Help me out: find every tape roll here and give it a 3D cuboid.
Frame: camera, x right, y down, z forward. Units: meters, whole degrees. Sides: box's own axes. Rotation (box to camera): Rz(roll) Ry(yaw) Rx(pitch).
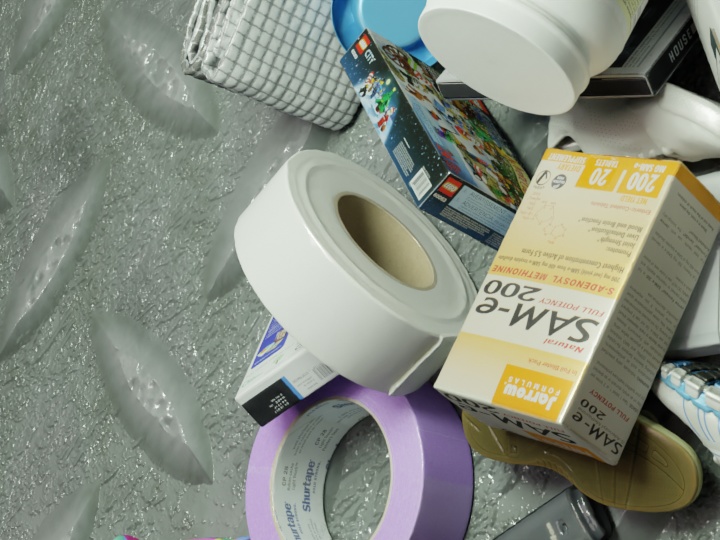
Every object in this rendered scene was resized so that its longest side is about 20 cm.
[{"bbox_3d":[-0.004,0.176,1.265,0.199,0.065,0.202,-16,66,40],"label":"tape roll"},{"bbox_3d":[0.000,0.000,1.219,0.071,0.202,0.203,-46,50,23],"label":"tape roll"}]

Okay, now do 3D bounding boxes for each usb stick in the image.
[{"bbox_3d":[0.105,0.230,1.165,0.200,0.032,0.056,-40,53,28],"label":"usb stick"}]

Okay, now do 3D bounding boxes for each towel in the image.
[{"bbox_3d":[-0.056,-0.242,1.373,0.085,0.165,0.201,24,94,51],"label":"towel"}]

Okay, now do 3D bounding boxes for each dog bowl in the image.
[{"bbox_3d":[0.040,-0.265,1.328,0.050,0.111,0.201,-151,79,-79],"label":"dog bowl"}]

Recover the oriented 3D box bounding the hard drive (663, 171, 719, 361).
[{"bbox_3d":[0.199,0.006,1.137,0.199,0.027,0.133,-14,61,42],"label":"hard drive"}]

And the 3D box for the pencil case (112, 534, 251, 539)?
[{"bbox_3d":[-0.152,0.273,1.366,0.199,0.088,0.089,-12,69,42],"label":"pencil case"}]

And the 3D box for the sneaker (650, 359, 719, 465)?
[{"bbox_3d":[0.259,0.124,1.026,0.200,0.075,0.087,34,118,50],"label":"sneaker"}]

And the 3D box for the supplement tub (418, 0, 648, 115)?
[{"bbox_3d":[0.139,-0.225,1.076,0.144,0.145,0.201,15,70,45],"label":"supplement tub"}]

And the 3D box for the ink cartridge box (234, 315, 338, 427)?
[{"bbox_3d":[-0.039,0.045,1.307,0.099,0.039,0.200,-36,17,25],"label":"ink cartridge box"}]

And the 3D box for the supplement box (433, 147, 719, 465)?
[{"bbox_3d":[0.153,0.020,1.081,0.126,0.073,0.201,11,70,48],"label":"supplement box"}]

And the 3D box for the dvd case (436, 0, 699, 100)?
[{"bbox_3d":[0.172,-0.183,1.176,0.199,0.025,0.150,6,46,44],"label":"dvd case"}]

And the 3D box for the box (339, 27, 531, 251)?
[{"bbox_3d":[0.071,-0.095,1.199,0.038,0.136,0.201,-48,40,21],"label":"box"}]

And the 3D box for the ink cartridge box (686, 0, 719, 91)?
[{"bbox_3d":[0.305,-0.154,1.013,0.145,0.084,0.201,-17,62,6],"label":"ink cartridge box"}]

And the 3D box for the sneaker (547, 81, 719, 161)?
[{"bbox_3d":[0.211,-0.095,1.139,0.200,0.075,0.089,27,99,55],"label":"sneaker"}]

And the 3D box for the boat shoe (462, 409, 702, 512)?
[{"bbox_3d":[0.167,0.122,1.124,0.200,0.063,0.074,8,105,43],"label":"boat shoe"}]
